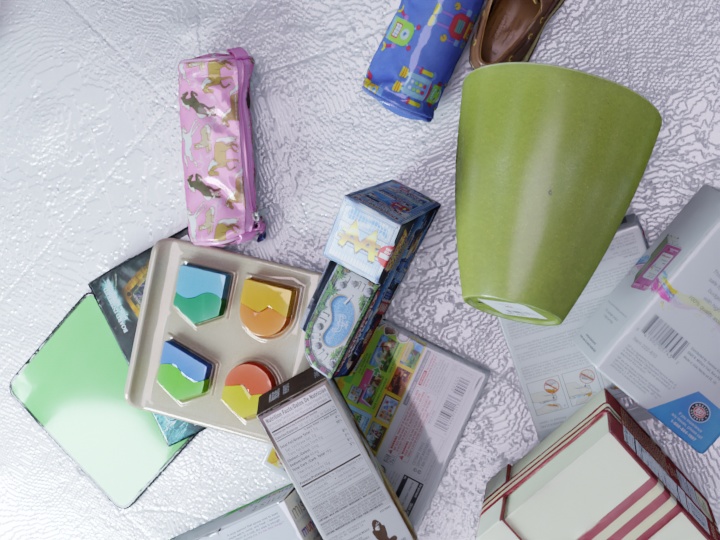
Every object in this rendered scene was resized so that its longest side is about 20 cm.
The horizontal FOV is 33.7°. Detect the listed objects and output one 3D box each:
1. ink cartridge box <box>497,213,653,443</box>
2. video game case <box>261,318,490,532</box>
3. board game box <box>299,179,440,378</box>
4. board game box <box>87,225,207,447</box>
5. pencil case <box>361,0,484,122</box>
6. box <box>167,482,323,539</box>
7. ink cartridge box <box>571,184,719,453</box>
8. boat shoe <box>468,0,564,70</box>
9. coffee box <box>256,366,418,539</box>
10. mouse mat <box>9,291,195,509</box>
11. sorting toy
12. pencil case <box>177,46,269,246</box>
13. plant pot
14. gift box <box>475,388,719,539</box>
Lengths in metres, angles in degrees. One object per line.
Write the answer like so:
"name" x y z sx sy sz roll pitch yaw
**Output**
"ink cartridge box" 0.227 0.060 1.184 0.161 0.050 0.201 -17 108 13
"video game case" 0.014 0.155 1.241 0.181 0.023 0.201 26 100 10
"board game box" 0.000 0.000 1.127 0.061 0.200 0.201 27 89 9
"board game box" -0.191 0.070 1.275 0.135 0.028 0.201 -27 87 10
"pencil case" 0.069 -0.250 1.171 0.087 0.078 0.201 29 101 35
"box" -0.109 0.338 1.232 0.199 0.097 0.177 -28 89 18
"ink cartridge box" 0.321 0.043 1.104 0.144 0.085 0.200 38 98 -13
"boat shoe" 0.165 -0.277 1.152 0.072 0.068 0.201 27 99 10
"coffee box" -0.021 0.200 1.163 0.079 0.114 0.201 -28 94 -2
"mouse mat" -0.280 0.144 1.315 0.200 0.008 0.161 45 102 8
"sorting toy" -0.138 0.075 1.232 0.199 0.036 0.186 13 94 9
"pencil case" -0.143 -0.126 1.227 0.086 0.083 0.201 -5 92 -1
"plant pot" 0.162 -0.058 1.081 0.186 0.187 0.201 12 79 12
"gift box" 0.223 0.255 1.113 0.187 0.184 0.200 -41 85 14
